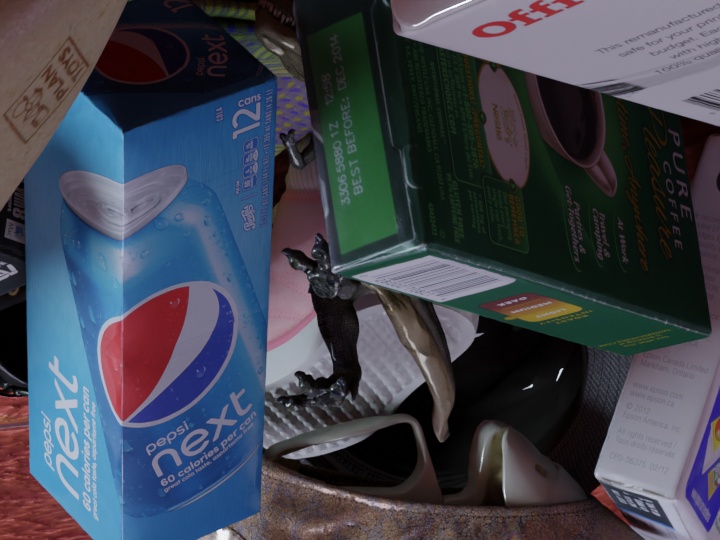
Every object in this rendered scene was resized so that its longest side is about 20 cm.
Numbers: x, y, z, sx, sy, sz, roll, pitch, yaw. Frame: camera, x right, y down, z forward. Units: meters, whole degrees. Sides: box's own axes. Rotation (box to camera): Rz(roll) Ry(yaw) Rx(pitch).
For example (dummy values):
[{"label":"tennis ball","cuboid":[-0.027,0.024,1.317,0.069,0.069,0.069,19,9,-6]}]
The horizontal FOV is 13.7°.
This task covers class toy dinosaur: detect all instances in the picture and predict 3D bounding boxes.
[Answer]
[{"label":"toy dinosaur","cuboid":[0.000,0.000,1.068,0.047,0.200,0.088,-1,-148,26]}]

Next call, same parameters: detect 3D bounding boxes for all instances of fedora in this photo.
[{"label":"fedora","cuboid":[0.045,0.023,1.296,0.200,0.177,0.090,-38,180,33]}]

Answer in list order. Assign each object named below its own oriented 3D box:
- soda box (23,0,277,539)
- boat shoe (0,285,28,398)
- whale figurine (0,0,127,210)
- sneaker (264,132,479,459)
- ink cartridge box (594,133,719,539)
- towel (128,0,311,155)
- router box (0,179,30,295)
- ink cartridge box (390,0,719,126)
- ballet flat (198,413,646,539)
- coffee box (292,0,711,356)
[{"label":"soda box","cuboid":[-0.076,0.005,1.056,0.064,0.068,0.200,-23,135,-28]},{"label":"boat shoe","cuboid":[-0.144,0.019,1.178,0.074,0.063,0.201,6,151,-41]},{"label":"whale figurine","cuboid":[-0.134,-0.078,0.887,0.200,0.104,0.159,-47,164,-4]},{"label":"sneaker","cuboid":[-0.014,0.006,1.228,0.075,0.105,0.200,14,151,-27]},{"label":"ink cartridge box","cuboid":[0.159,0.017,1.251,0.043,0.200,0.198,19,170,17]},{"label":"towel","cuboid":[-0.077,-0.058,1.145,0.143,0.023,0.200,5,161,-33]},{"label":"router box","cuboid":[-0.227,-0.020,1.103,0.150,0.062,0.200,20,150,-41]},{"label":"ink cartridge box","cuboid":[0.122,-0.112,0.914,0.146,0.084,0.200,-20,159,39]},{"label":"ballet flat","cuboid":[0.034,0.093,1.215,0.200,0.067,0.068,4,-178,-15]},{"label":"coffee box","cuboid":[0.054,-0.042,1.069,0.044,0.123,0.200,-18,162,32]}]
